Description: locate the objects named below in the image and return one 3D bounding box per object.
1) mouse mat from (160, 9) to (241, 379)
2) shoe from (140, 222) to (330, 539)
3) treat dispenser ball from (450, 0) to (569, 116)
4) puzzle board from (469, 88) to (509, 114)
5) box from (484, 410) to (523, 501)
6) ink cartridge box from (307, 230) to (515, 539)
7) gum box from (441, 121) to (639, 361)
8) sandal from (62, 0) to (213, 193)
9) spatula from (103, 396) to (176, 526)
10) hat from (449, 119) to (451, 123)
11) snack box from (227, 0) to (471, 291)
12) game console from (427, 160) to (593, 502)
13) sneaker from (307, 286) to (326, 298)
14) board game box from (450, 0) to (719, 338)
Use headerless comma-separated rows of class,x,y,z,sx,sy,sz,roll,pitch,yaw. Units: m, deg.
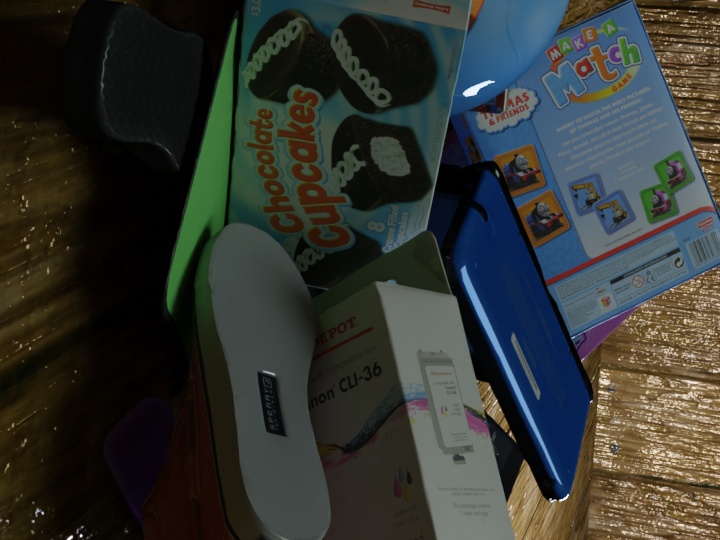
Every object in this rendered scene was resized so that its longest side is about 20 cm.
mouse mat,-0.082,-0.031,0.761,0.200,0.007,0.162,93,8,-71
shoe,-0.071,0.073,0.703,0.071,0.091,0.201,23,41,-34
treat dispenser ball,0.028,-0.189,0.817,0.201,0.200,0.202,6,90,-73
puzzle board,0.037,-0.212,0.936,0.017,0.150,0.201,-11,107,-57
box,0.012,0.098,0.903,0.050,0.199,0.200,-44,178,20
ink cartridge box,0.004,0.085,0.739,0.067,0.116,0.201,10,59,-44
gum box,0.126,-0.038,1.032,0.113,0.200,0.066,-43,-171,-1
sandal,-0.108,-0.085,0.650,0.200,0.048,0.076,40,60,-80
spatula,-0.111,0.160,0.791,0.057,0.020,0.201,-49,145,-46
hat,0.098,-0.122,1.098,0.081,0.200,0.201,64,36,-55
snack box,-0.012,-0.071,0.770,0.037,0.116,0.201,-77,177,-46
game console,0.068,0.036,0.924,0.201,0.118,0.171,63,30,-26
sneaker,0.000,0.000,0.918,0.087,0.074,0.201,39,32,-36
board game box,0.162,-0.070,0.980,0.201,0.151,0.037,67,-10,-7
